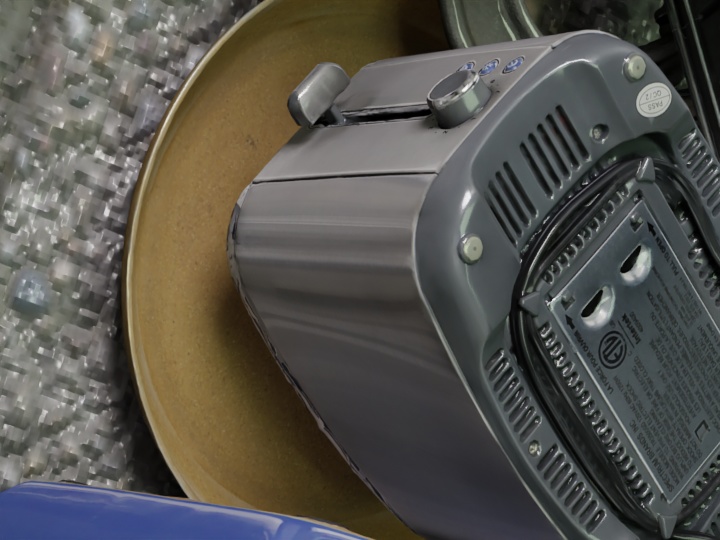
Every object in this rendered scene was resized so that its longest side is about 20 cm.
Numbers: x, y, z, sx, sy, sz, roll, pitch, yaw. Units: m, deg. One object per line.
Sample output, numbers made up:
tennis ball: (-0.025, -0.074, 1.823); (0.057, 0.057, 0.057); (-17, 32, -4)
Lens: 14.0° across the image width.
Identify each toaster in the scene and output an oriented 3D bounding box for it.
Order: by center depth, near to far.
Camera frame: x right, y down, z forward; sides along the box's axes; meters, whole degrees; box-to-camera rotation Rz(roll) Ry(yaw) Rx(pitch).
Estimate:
toaster: (0.051, 0.019, 0.894); (0.114, 0.129, 0.200); (-48, 121, -24)

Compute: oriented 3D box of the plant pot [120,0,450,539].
plant pot: (0.000, 0.000, 0.951); (0.200, 0.027, 0.201); (-6, 99, -38)

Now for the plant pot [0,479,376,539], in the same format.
plant pot: (-0.030, 0.164, 0.833); (0.200, 0.200, 0.180); (21, 79, -35)

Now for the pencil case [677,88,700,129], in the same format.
pencil case: (0.124, 0.029, 1.014); (0.078, 0.089, 0.201); (-1, 95, -41)

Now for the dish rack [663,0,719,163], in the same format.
dish rack: (0.208, -0.057, 0.970); (0.200, 0.055, 0.154); (-3, 69, -27)

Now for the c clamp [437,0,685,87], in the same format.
c clamp: (0.082, -0.146, 0.980); (0.171, 0.027, 0.201); (-5, 87, -38)
